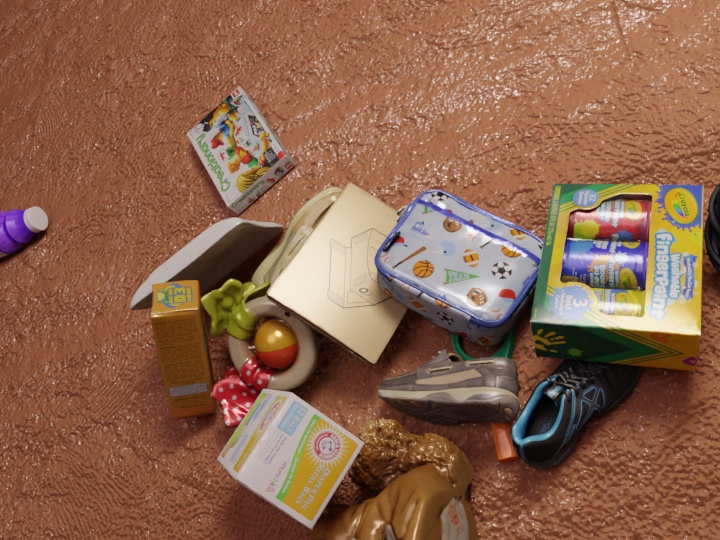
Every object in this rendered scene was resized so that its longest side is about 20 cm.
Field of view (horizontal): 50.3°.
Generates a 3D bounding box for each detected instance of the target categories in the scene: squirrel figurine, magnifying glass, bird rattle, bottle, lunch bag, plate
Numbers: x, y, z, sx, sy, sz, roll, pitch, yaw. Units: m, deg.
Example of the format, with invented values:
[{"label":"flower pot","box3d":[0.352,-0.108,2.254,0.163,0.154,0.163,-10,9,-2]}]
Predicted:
[{"label":"squirrel figurine","box3d":[0.031,0.276,0.885,0.186,0.142,0.201,-16,47,34]},{"label":"magnifying glass","box3d":[0.160,0.130,0.930,0.079,0.022,0.201,-19,58,21]},{"label":"bird rattle","box3d":[-0.133,0.107,1.019,0.162,0.113,0.201,-10,88,24]},{"label":"bottle","box3d":[-0.687,-0.070,1.465,0.199,0.065,0.084,-18,61,21]},{"label":"lunch bag","box3d":[0.122,-0.012,0.949,0.199,0.076,0.160,30,68,22]},{"label":"plate","box3d":[-0.220,-0.016,1.104,0.199,0.200,0.032,-38,83,10]}]

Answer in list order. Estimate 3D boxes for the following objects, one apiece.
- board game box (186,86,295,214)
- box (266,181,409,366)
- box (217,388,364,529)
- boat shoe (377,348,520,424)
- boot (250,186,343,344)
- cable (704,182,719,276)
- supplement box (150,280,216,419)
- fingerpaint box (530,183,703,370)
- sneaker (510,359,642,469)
[{"label":"board game box","box3d":[-0.202,-0.202,1.272,0.126,0.035,0.200,-40,55,8]},{"label":"box","box3d":[0.000,0.000,0.999,0.163,0.021,0.200,32,66,7]},{"label":"box","box3d":[-0.088,0.213,0.901,0.113,0.101,0.200,-56,9,-15]},{"label":"boat shoe","box3d":[0.108,0.138,0.915,0.199,0.074,0.074,-5,54,42]},{"label":"boot","box3d":[-0.054,-0.003,1.072,0.200,0.073,0.155,-50,53,9]},{"label":"cable","box3d":[0.426,-0.032,0.770,0.163,0.051,0.201,30,128,30]},{"label":"supplement box","box3d":[-0.240,0.111,1.046,0.068,0.201,0.067,-8,40,-8]},{"label":"fingerpaint box","box3d":[0.285,-0.001,0.843,0.166,0.073,0.201,4,54,22]},{"label":"sneaker","box3d":[0.241,0.131,0.844,0.073,0.082,0.200,34,86,38]}]
